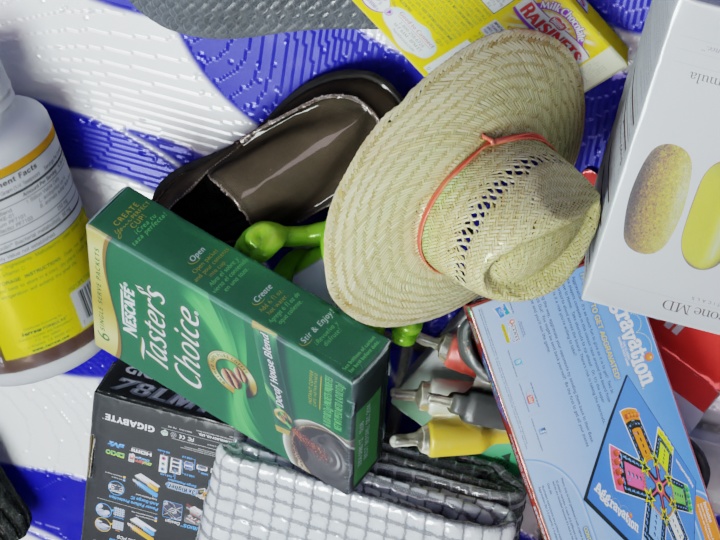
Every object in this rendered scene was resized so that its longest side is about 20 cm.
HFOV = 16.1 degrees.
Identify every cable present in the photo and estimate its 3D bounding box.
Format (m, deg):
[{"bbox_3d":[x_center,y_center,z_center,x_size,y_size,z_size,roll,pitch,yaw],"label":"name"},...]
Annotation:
[{"bbox_3d":[0.120,0.083,1.562,0.200,0.050,0.097,13,91,-10],"label":"cable"}]

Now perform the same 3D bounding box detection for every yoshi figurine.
[{"bbox_3d":[-0.010,0.005,1.523,0.112,0.112,0.200,2,141,-27],"label":"yoshi figurine"}]

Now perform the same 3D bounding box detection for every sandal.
[{"bbox_3d":[-0.050,-0.176,1.510,0.200,0.043,0.076,6,128,4],"label":"sandal"}]

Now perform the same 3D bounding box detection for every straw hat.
[{"bbox_3d":[0.082,-0.029,1.421,0.085,0.201,0.201,36,131,37],"label":"straw hat"}]

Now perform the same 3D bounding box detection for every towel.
[{"bbox_3d":[-0.004,0.181,1.619,0.200,0.086,0.166,16,124,7],"label":"towel"}]

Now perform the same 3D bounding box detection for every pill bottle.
[{"bbox_3d":[-0.231,-0.035,1.604,0.109,0.109,0.200,-7,116,22],"label":"pill bottle"}]

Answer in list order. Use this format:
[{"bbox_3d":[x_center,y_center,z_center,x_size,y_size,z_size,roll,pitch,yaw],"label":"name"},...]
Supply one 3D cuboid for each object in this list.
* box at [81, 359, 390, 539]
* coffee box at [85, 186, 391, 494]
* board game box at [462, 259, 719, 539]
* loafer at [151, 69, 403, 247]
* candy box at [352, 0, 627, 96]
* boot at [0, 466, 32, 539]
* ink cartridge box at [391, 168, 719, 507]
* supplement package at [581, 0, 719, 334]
[{"bbox_3d":[-0.088,0.174,1.715,0.200,0.050,0.199,13,123,10],"label":"box"},{"bbox_3d":[-0.075,0.043,1.535,0.200,0.044,0.123,31,146,19],"label":"coffee box"},{"bbox_3d":[0.142,0.097,1.530,0.103,0.019,0.200,-20,96,-7],"label":"board game box"},{"bbox_3d":[-0.053,-0.052,1.558,0.200,0.071,0.073,-31,106,30],"label":"loafer"},{"bbox_3d":[0.054,-0.164,1.460,0.102,0.026,0.200,-32,118,25],"label":"candy box"},{"bbox_3d":[-0.345,0.141,1.762,0.211,0.079,0.158,-10,115,23],"label":"boot"},{"bbox_3d":[0.139,0.058,1.575,0.161,0.050,0.200,37,126,-5],"label":"ink cartridge box"},{"bbox_3d":[0.203,-0.078,1.428,0.114,0.110,0.200,14,123,0],"label":"supplement package"}]
